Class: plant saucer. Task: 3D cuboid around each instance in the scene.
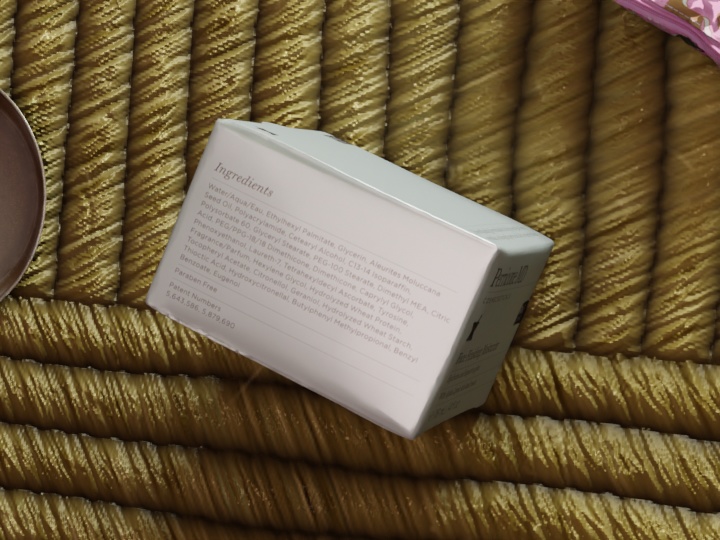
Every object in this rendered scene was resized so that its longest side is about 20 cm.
[{"bbox_3d":[-0.324,-0.057,1.263,0.198,0.032,0.202,0,91,16],"label":"plant saucer"}]

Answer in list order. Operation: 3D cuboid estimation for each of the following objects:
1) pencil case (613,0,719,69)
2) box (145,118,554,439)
[{"bbox_3d":[0.192,-0.199,1.078,0.199,0.083,0.087,31,99,13],"label":"pencil case"},{"bbox_3d":[0.000,0.000,1.080,0.199,0.199,0.132,26,99,15],"label":"box"}]
